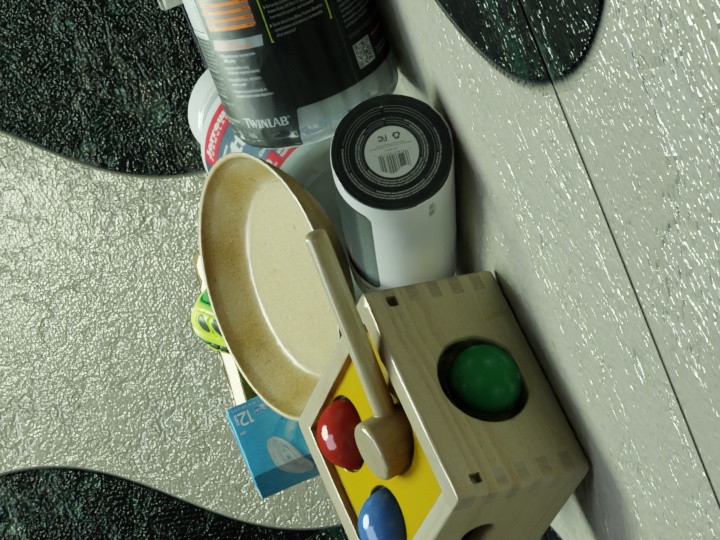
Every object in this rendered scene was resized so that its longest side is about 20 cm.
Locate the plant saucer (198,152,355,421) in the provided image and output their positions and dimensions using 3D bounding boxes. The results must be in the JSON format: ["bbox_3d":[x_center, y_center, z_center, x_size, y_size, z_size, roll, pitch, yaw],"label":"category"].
[{"bbox_3d":[-0.055,0.008,1.509,0.200,0.035,0.202,35,133,47],"label":"plant saucer"}]

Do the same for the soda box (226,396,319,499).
[{"bbox_3d":[-0.005,0.111,1.680,0.068,0.198,0.065,79,167,-69],"label":"soda box"}]

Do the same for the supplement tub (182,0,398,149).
[{"bbox_3d":[-0.059,-0.193,1.363,0.123,0.121,0.202,-124,13,-65],"label":"supplement tub"}]

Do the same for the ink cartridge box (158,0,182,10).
[{"bbox_3d":[-0.133,-0.311,1.597,0.125,0.127,0.201,77,170,-65],"label":"ink cartridge box"}]

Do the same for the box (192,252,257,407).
[{"bbox_3d":[-0.064,0.078,1.847,0.163,0.021,0.202,0,-112,-52],"label":"box"}]

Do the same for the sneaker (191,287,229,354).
[{"bbox_3d":[-0.043,0.037,1.749,0.074,0.198,0.084,85,-161,-61],"label":"sneaker"}]

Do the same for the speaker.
[{"bbox_3d":[0.026,-0.042,1.382,0.200,0.081,0.082,81,165,-71],"label":"speaker"}]

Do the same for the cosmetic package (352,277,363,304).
[{"bbox_3d":[0.000,0.000,1.666,0.201,0.112,0.082,-117,6,-52],"label":"cosmetic package"}]

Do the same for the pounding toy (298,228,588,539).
[{"bbox_3d":[0.034,0.093,1.346,0.185,0.141,0.201,64,149,28],"label":"pounding toy"}]

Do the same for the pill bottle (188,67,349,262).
[{"bbox_3d":[-0.058,-0.093,1.638,0.200,0.119,0.120,44,159,50],"label":"pill bottle"}]
